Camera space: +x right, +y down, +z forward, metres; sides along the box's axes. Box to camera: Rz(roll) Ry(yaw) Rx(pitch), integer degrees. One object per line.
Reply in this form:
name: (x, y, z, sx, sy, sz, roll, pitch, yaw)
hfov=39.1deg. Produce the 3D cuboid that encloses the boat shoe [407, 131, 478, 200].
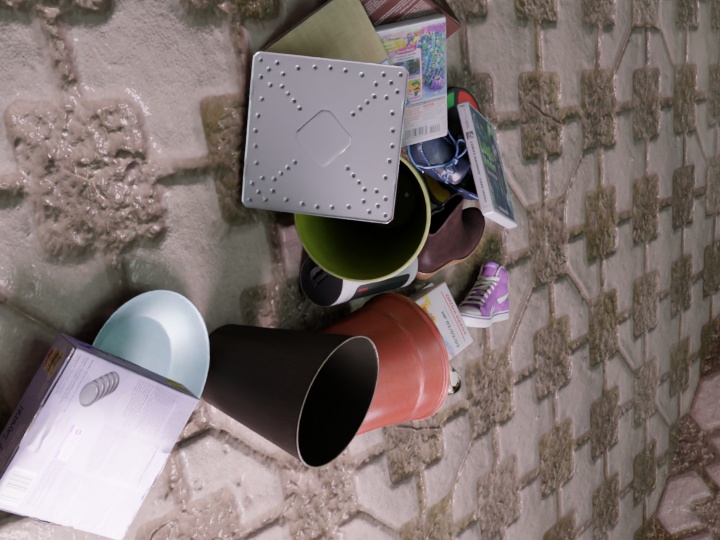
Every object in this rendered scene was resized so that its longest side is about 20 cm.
boat shoe: (0.149, -0.175, 1.622, 0.200, 0.069, 0.084, 26, 86, -51)

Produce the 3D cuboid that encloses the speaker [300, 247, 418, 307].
speaker: (0.000, 0.000, 1.516, 0.200, 0.081, 0.082, -12, 110, -54)

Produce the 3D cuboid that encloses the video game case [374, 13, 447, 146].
video game case: (0.033, -0.256, 1.438, 0.199, 0.024, 0.183, -16, 123, -20)

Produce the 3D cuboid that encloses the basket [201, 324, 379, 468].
basket: (-0.105, 0.145, 1.306, 0.181, 0.199, 0.136, -58, 140, -27)

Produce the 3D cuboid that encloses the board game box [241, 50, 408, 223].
board game box: (-0.046, -0.172, 1.308, 0.026, 0.199, 0.201, -70, 166, -77)

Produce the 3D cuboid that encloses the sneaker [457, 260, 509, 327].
sneaker: (0.217, 0.041, 1.854, 0.200, 0.072, 0.115, -13, 107, -64)

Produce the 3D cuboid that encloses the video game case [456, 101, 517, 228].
video game case: (0.209, -0.167, 1.653, 0.200, 0.023, 0.183, 11, 65, -70)

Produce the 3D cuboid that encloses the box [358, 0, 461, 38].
box: (0.048, -0.374, 1.434, 0.100, 0.075, 0.200, -37, 151, 21)

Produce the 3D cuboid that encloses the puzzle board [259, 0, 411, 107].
puzzle board: (-0.030, -0.261, 1.377, 0.151, 0.017, 0.200, -38, 128, -6)

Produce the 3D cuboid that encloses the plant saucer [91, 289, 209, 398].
plant saucer: (-0.264, 0.118, 1.214, 0.201, 0.039, 0.202, -23, 119, -49)

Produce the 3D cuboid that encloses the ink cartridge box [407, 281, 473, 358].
ink cartridge box: (0.110, 0.097, 1.675, 0.200, 0.068, 0.115, -32, 98, -46)

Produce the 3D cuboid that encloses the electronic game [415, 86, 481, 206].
electronic game: (0.152, -0.207, 1.700, 0.200, 0.042, 0.201, -21, 117, -50)

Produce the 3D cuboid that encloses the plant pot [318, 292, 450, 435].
plant pot: (-0.007, 0.153, 1.471, 0.195, 0.200, 0.202, -18, 115, -43)

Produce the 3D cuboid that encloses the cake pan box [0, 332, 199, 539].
cake pan box: (-0.299, 0.192, 1.120, 0.184, 0.052, 0.200, 30, 87, -41)

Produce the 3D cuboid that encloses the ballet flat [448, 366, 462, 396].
ballet flat: (0.124, 0.164, 1.757, 0.200, 0.064, 0.068, 43, 65, -51)

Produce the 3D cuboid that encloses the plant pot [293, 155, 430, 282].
plant pot: (0.022, -0.092, 1.440, 0.200, 0.186, 0.188, -36, 133, -74)

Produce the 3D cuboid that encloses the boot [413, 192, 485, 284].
boot: (0.157, -0.073, 1.672, 0.200, 0.072, 0.167, -44, 163, -29)
